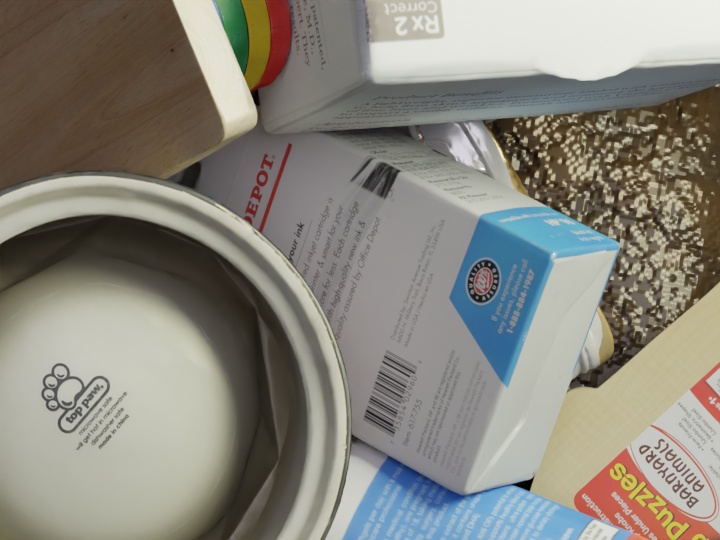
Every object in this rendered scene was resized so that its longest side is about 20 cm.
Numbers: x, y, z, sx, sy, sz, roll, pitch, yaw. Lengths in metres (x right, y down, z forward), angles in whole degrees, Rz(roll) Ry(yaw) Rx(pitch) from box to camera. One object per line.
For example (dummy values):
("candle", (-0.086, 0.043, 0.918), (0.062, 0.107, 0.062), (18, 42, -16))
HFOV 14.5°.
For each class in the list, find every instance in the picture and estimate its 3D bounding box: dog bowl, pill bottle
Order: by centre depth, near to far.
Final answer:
("dog bowl", (-0.106, 0.060, 1.141), (0.199, 0.074, 0.201), (0, 93, -8))
("pill bottle", (0.028, 0.137, 1.238), (0.199, 0.112, 0.113), (22, 81, 12))

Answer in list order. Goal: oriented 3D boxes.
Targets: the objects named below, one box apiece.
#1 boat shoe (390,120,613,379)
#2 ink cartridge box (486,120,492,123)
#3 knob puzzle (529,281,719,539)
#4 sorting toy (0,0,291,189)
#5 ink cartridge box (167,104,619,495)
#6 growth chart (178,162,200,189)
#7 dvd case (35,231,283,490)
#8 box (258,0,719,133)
("boat shoe", (0.036, -0.029, 1.291), (0.069, 0.071, 0.201), (-33, 86, -9))
("ink cartridge box", (0.061, -0.183, 1.317), (0.115, 0.068, 0.201), (-25, 84, -7))
("knob puzzle", (0.160, 0.129, 1.288), (0.218, 0.030, 0.221), (0, 90, 7))
("sorting toy", (-0.117, -0.128, 1.193), (0.069, 0.200, 0.200), (-21, 88, -37))
("ink cartridge box", (0.000, 0.000, 1.242), (0.199, 0.068, 0.117), (29, 108, 27))
("growth chart", (-0.131, -0.063, 1.288), (0.200, 0.018, 0.145), (40, 73, -12))
("dvd case", (-0.126, 0.107, 1.185), (0.148, 0.016, 0.201), (33, 89, -10))
("box", (0.057, -0.168, 1.186), (0.198, 0.131, 0.201), (-5, 86, -23))
